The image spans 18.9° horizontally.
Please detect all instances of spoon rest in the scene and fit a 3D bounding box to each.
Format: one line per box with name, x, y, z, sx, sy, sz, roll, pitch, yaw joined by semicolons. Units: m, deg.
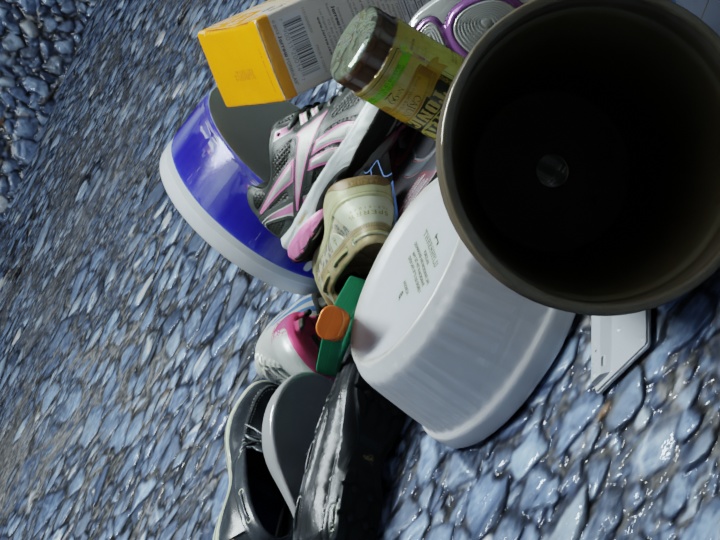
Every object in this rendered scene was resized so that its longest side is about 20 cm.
spoon rest;-0.046;0.178;1.677;0.060;0.099;0.201;-1;73;41

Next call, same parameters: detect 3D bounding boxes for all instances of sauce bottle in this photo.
sauce bottle;0.075;-0.119;1.567;0.065;0.199;0.065;-52;22;31

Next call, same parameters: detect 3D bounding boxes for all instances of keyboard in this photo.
keyboard;0.175;-0.004;1.439;0.056;0.011;0.201;-42;26;35

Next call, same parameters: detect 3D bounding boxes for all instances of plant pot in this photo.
plant pot;0.136;-0.069;1.374;0.201;0.199;0.174;-63;5;-5

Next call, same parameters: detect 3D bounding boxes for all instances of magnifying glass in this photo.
magnifying glass;-0.016;0.041;1.625;0.200;0.022;0.080;35;-105;-85

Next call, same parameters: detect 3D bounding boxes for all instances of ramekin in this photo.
ramekin;0.072;0.018;1.547;0.203;0.094;0.203;-54;19;28

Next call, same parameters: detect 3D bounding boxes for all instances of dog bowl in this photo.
dog bowl;-0.076;-0.074;1.920;0.079;0.199;0.200;-51;20;24

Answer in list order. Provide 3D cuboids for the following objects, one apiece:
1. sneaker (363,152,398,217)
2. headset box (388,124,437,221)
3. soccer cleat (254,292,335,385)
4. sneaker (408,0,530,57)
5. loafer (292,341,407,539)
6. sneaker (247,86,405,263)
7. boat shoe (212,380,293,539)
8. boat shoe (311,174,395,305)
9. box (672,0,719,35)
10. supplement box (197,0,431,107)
sneaker;0.013;-0.122;1.943;0.070;0.078;0.200;-53;20;28
headset box;0.093;-0.112;1.712;0.149;0.075;0.200;-54;19;24
soccer cleat;-0.053;0.072;1.801;0.086;0.070;0.200;-37;3;10
sneaker;0.131;-0.193;1.626;0.100;0.199;0.075;-112;8;-76
loafer;-0.012;0.133;1.645;0.070;0.068;0.202;-18;48;42
sneaker;-0.030;-0.106;1.738;0.201;0.086;0.080;-57;-15;18
boat shoe;-0.075;0.165;1.776;0.062;0.074;0.201;-42;25;35
boat shoe;0.000;0.000;1.735;0.200;0.073;0.063;84;174;-60
box;0.199;-0.205;1.513;0.201;0.101;0.112;-66;19;-12
supplement box;-0.019;-0.209;1.803;0.199;0.074;0.126;-27;13;-24
